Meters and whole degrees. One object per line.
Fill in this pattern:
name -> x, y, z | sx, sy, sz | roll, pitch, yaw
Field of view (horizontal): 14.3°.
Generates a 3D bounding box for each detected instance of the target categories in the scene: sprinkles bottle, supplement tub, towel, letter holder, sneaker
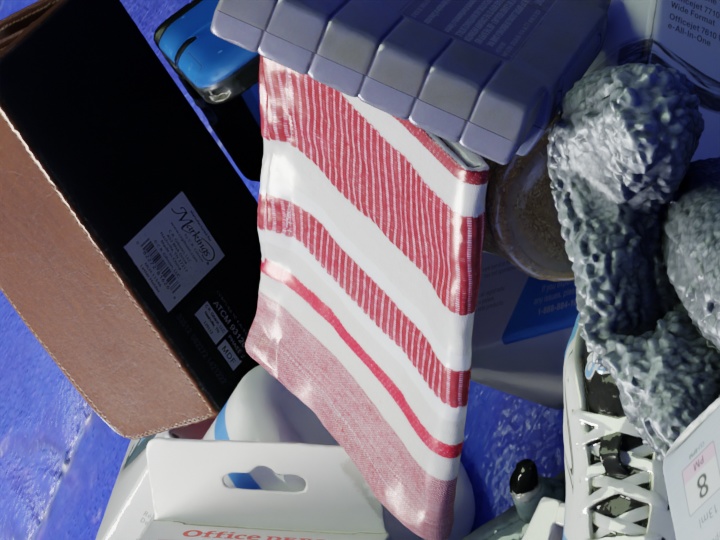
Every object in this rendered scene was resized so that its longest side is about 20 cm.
sprinkles bottle -> 0.043, -0.049, 1.229 | 0.200, 0.068, 0.069 | 28, 97, 62
supplement tub -> -0.046, 0.154, 1.375 | 0.200, 0.132, 0.132 | -58, 30, 24
towel -> 0.000, 0.000, 1.191 | 0.144, 0.023, 0.201 | 45, 145, 37
letter holder -> -0.142, -0.022, 1.417 | 0.142, 0.200, 0.101 | -18, 22, 44
sneaker -> 0.104, 0.069, 1.107 | 0.072, 0.072, 0.201 | -8, 63, 32

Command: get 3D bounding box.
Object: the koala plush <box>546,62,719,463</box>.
koala plush -> 0.193, -0.006, 1.024 | 0.200, 0.177, 0.185 | -30, 59, 50

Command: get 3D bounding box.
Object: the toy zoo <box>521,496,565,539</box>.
toy zoo -> 0.112, 0.166, 1.122 | 0.199, 0.020, 0.132 | 10, 81, 40

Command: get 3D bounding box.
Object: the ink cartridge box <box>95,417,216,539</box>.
ink cartridge box -> -0.068, 0.051, 1.503 | 0.176, 0.045, 0.200 | -57, 9, 25

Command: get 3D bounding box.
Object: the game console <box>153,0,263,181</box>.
game console -> 0.017, -0.119, 1.351 | 0.200, 0.118, 0.171 | -37, 22, -3

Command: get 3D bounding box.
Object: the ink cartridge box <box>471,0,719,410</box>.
ink cartridge box -> 0.112, -0.052, 1.271 | 0.145, 0.083, 0.201 | -18, 57, 57

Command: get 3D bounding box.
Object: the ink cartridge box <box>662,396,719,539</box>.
ink cartridge box -> 0.188, 0.145, 0.924 | 0.057, 0.162, 0.201 | -54, 32, 37

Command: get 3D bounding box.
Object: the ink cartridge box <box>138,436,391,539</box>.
ink cartridge box -> -0.045, 0.179, 1.275 | 0.068, 0.116, 0.201 | -55, -36, -67

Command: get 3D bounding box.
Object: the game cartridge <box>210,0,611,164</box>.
game cartridge -> 0.027, -0.101, 1.143 | 0.038, 0.129, 0.200 | -63, -5, 22

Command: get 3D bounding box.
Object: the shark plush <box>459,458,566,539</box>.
shark plush -> 0.092, 0.106, 1.205 | 0.200, 0.083, 0.091 | -44, 37, 40
